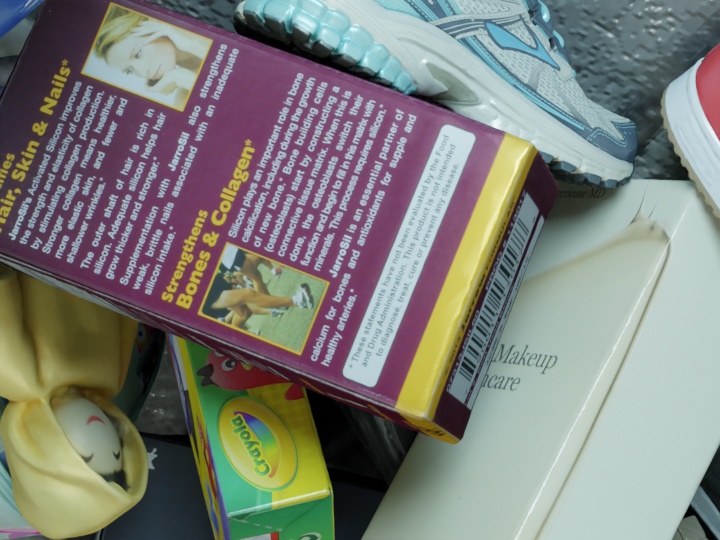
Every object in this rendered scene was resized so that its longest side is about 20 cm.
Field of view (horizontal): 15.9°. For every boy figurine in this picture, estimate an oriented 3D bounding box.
[{"bbox_3d":[-0.129,0.010,1.073,0.064,0.201,0.124,-10,167,29],"label":"boy figurine"}]

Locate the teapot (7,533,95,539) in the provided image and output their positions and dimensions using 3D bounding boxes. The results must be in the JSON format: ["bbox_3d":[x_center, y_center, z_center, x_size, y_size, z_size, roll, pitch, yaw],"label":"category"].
[{"bbox_3d":[-0.196,0.182,1.312,0.197,0.200,0.146,-22,141,20],"label":"teapot"}]

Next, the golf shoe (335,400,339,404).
[{"bbox_3d":[0.037,0.050,1.161,0.200,0.078,0.097,39,175,4],"label":"golf shoe"}]

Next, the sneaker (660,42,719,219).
[{"bbox_3d":[0.209,-0.020,0.977,0.200,0.071,0.112,54,131,7],"label":"sneaker"}]

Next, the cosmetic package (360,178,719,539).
[{"bbox_3d":[0.085,0.065,1.041,0.073,0.200,0.103,36,162,-29],"label":"cosmetic package"}]

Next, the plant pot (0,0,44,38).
[{"bbox_3d":[-0.179,-0.177,0.899,0.180,0.200,0.200,43,134,-18],"label":"plant pot"}]

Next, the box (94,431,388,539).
[{"bbox_3d":[-0.014,0.146,1.194,0.199,0.104,0.182,12,176,7],"label":"box"}]

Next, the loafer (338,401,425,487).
[{"bbox_3d":[0.000,0.000,1.085,0.070,0.068,0.201,-3,108,54],"label":"loafer"}]

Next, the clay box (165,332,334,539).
[{"bbox_3d":[-0.054,0.038,1.072,0.047,0.200,0.115,-13,148,-8],"label":"clay box"}]

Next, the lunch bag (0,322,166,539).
[{"bbox_3d":[-0.171,0.020,1.133,0.077,0.161,0.200,-14,129,32],"label":"lunch bag"}]

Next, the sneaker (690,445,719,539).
[{"bbox_3d":[0.216,0.102,1.153,0.099,0.071,0.200,-20,123,41],"label":"sneaker"}]

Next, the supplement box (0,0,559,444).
[{"bbox_3d":[-0.039,-0.023,0.973,0.199,0.111,0.086,21,174,14],"label":"supplement box"}]

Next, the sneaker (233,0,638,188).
[{"bbox_3d":[0.048,-0.094,0.995,0.200,0.087,0.078,25,176,-41],"label":"sneaker"}]

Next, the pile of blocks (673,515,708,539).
[{"bbox_3d":[0.118,0.157,1.218,0.082,0.062,0.200,-24,159,-8],"label":"pile of blocks"}]
